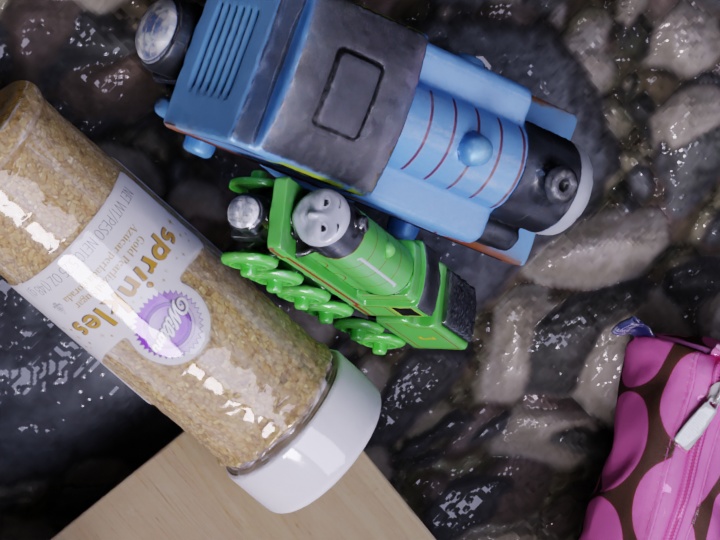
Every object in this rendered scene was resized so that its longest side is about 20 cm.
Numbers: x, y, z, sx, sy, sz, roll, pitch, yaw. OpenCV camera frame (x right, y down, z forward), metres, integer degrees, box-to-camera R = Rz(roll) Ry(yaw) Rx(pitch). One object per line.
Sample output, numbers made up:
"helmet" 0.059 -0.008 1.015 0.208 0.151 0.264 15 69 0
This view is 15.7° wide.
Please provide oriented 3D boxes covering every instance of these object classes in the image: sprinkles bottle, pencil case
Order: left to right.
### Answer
"sprinkles bottle" -0.083 0.012 1.043 0.200 0.068 0.068 42 91 -19
"pencil case" 0.134 0.127 1.190 0.091 0.094 0.201 16 84 -13

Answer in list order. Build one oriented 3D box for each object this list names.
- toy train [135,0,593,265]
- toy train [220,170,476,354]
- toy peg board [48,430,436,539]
"toy train" 0.006 -0.060 1.048 0.200 0.114 0.087 22 90 -32
"toy train" 0.000 0.000 1.061 0.200 0.056 0.042 35 60 -68
"toy peg board" -0.056 0.180 1.123 0.199 0.098 0.200 -39 91 -21
